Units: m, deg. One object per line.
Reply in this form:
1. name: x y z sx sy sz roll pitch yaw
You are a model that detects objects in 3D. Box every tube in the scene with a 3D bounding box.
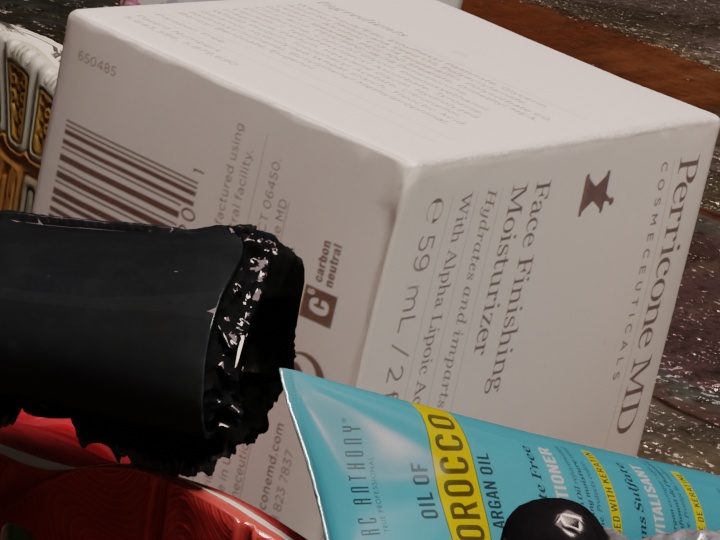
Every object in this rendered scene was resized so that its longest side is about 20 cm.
1. tube: 0.050 0.079 0.910 0.199 0.050 0.078 12 51 -47

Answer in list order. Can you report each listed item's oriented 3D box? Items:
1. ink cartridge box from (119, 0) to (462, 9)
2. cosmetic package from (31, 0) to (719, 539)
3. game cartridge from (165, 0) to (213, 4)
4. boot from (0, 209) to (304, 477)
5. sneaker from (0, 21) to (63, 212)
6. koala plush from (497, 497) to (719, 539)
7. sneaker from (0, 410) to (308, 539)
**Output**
1. ink cartridge box: -0.034 -0.096 1.277 0.145 0.201 0.083 13 10 0
2. cosmetic package: 0.000 0.000 1.067 0.165 0.166 0.200 25 22 33
3. game cartridge: -0.001 -0.054 1.215 0.200 0.134 0.040 39 -2 -13
4. boot: -0.101 0.012 0.904 0.167 0.077 0.200 7 6 3
5. sneaker: -0.129 -0.065 1.169 0.087 0.076 0.200 -1 22 -40
6. koala plush: 0.076 0.132 0.783 0.177 0.185 0.199 -21 15 -40
7. sneaker: -0.060 0.079 0.927 0.199 0.079 0.115 22 21 22
